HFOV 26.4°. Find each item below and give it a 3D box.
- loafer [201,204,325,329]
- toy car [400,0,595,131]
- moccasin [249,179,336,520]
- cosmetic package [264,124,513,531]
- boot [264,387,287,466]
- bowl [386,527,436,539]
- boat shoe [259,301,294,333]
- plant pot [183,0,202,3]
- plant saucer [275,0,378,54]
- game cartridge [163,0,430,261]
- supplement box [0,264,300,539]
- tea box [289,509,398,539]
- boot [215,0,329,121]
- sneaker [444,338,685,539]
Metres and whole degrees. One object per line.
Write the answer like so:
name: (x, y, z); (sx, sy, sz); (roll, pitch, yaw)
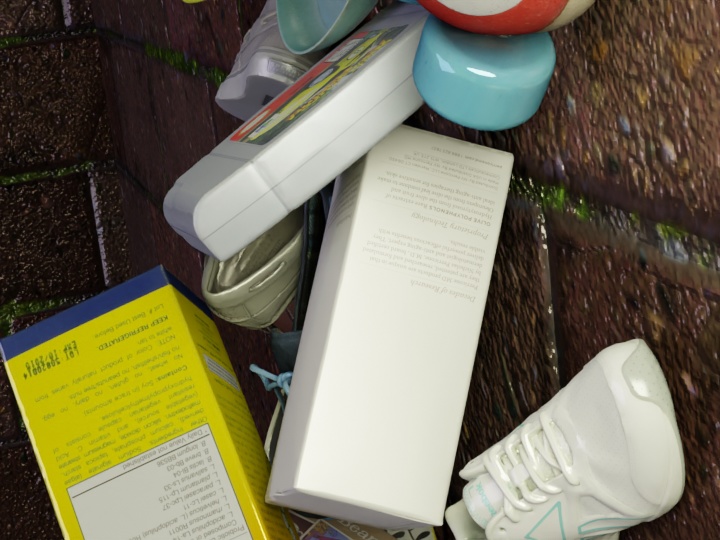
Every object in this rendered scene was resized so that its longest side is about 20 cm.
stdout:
loafer: (-0.034, -0.056, 0.955); (0.201, 0.070, 0.070); (-62, -21, -4)
toy car: (-0.008, -0.171, 0.627); (0.185, 0.198, 0.178); (106, 151, -44)
moccasin: (-0.028, 0.044, 0.914); (0.080, 0.068, 0.202); (-7, 72, 52)
cosmetic package: (0.013, 0.033, 0.829); (0.108, 0.084, 0.202); (142, 141, -75)
boot: (0.018, 0.058, 1.019); (0.072, 0.144, 0.201); (18, 87, 33)
bowl: (-0.002, 0.246, 1.175); (0.201, 0.093, 0.202); (170, 90, -77)
boat shoe: (-0.060, 0.026, 1.263); (0.200, 0.071, 0.076); (-113, 0, -52)
plant pot: (-0.115, -0.300, 0.970); (0.181, 0.199, 0.201); (26, 141, 16)
plant saucer: (-0.002, -0.218, 0.864); (0.200, 0.027, 0.202); (-169, 90, -70)
game cartridge: (-0.013, -0.083, 0.791); (0.041, 0.200, 0.133); (52, 171, -18)
supplement box: (-0.115, 0.118, 0.893); (0.110, 0.108, 0.201); (56, -169, -73)
tea box: (-0.041, 0.267, 1.033); (0.199, 0.134, 0.198); (30, 132, 20)
boot: (-0.052, -0.162, 1.130); (0.096, 0.073, 0.200); (-69, 13, -8)
sneaker: (0.093, 0.098, 0.718); (0.201, 0.080, 0.071); (106, 152, -58)
